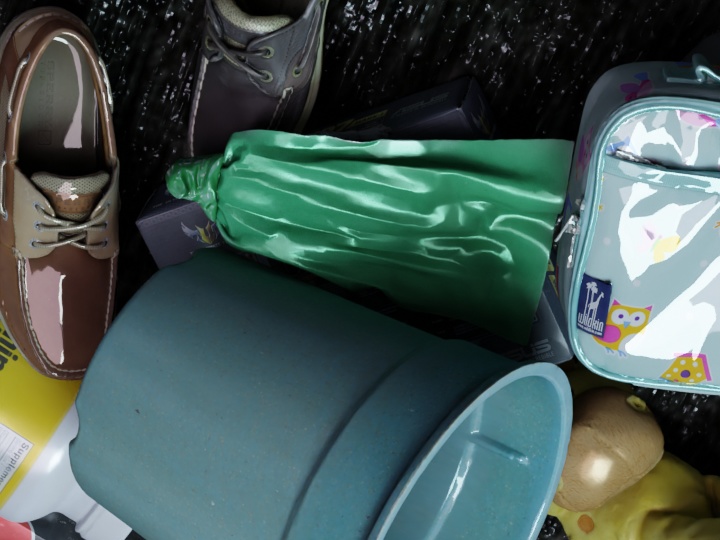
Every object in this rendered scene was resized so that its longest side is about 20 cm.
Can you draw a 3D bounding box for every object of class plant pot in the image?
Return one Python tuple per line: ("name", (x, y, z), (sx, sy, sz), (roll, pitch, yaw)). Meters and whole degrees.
("plant pot", (-0.029, 0.095, 1.232), (0.196, 0.200, 0.201), (27, 121, 25))

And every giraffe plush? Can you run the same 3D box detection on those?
("giraffe plush", (0.146, 0.119, 1.324), (0.162, 0.172, 0.200), (57, 147, -7))

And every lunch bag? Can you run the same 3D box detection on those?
("lunch bag", (0.193, -0.020, 1.185), (0.199, 0.077, 0.161), (6, 119, -3))

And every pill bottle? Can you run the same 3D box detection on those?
("pill bottle", (-0.202, 0.071, 1.365), (0.200, 0.112, 0.112), (33, 117, -8))

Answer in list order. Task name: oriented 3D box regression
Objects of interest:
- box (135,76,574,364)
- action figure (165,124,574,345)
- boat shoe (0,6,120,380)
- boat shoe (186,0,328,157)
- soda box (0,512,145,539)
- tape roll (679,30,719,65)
("box", (0.000, 0.000, 1.327), (0.199, 0.051, 0.158), (-19, 112, 19))
("action figure", (-0.001, -0.033, 1.244), (0.199, 0.055, 0.119), (9, 113, -4))
("boat shoe", (-0.162, -0.038, 1.289), (0.075, 0.072, 0.201), (-8, 98, -16))
("boat shoe", (-0.052, -0.131, 1.246), (0.073, 0.065, 0.201), (24, 107, 19))
("soda box", (-0.214, 0.144, 1.427), (0.200, 0.071, 0.063), (31, 119, -6))
("tape roll", (0.238, -0.035, 1.258), (0.200, 0.066, 0.201), (4, 117, 8))
